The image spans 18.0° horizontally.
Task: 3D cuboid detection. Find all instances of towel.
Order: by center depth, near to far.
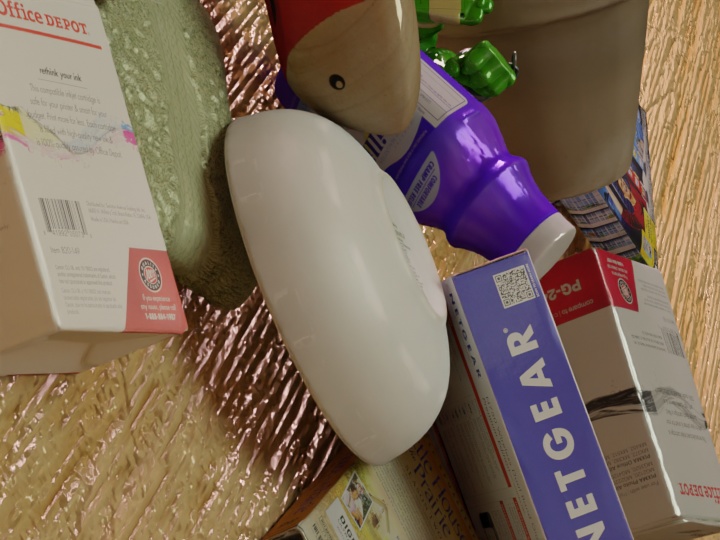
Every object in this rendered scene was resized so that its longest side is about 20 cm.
[{"bbox_3d":[-0.109,-0.089,1.174,0.148,0.036,0.201,34,40,-53],"label":"towel"}]

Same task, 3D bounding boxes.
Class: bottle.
[{"bbox_3d":[0.040,-0.072,1.340,0.200,0.084,0.065,44,44,14],"label":"bottle"}]

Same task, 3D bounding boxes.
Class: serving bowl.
[{"bbox_3d":[0.000,0.000,1.210,0.200,0.065,0.201,-22,90,-79],"label":"serving bowl"}]

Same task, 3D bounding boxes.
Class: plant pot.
[{"bbox_3d":[0.119,-0.146,1.590,0.200,0.199,0.175,-53,136,-65],"label":"plant pot"}]

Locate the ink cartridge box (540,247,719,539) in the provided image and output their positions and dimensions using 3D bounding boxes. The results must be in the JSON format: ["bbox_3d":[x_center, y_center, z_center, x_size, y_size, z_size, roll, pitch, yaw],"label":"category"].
[{"bbox_3d":[0.186,0.097,1.618,0.145,0.083,0.201,16,55,-63],"label":"ink cartridge box"}]

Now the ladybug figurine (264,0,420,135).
[{"bbox_3d":[-0.017,-0.165,1.257,0.136,0.071,0.201,95,-15,-60],"label":"ladybug figurine"}]

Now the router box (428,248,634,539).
[{"bbox_3d":[0.087,0.102,1.311,0.179,0.049,0.201,143,-73,-76],"label":"router box"}]

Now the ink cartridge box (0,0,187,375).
[{"bbox_3d":[-0.155,-0.058,0.998,0.116,0.067,0.201,6,66,-66],"label":"ink cartridge box"}]

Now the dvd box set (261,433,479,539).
[{"bbox_3d":[0.019,0.169,1.235,0.147,0.029,0.200,64,23,-8],"label":"dvd box set"}]

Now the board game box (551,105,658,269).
[{"bbox_3d":[0.162,-0.117,1.791,0.200,0.061,0.201,51,28,-35],"label":"board game box"}]

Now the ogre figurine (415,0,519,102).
[{"bbox_3d":[0.016,-0.168,1.420,0.098,0.199,0.120,-61,173,-19],"label":"ogre figurine"}]
